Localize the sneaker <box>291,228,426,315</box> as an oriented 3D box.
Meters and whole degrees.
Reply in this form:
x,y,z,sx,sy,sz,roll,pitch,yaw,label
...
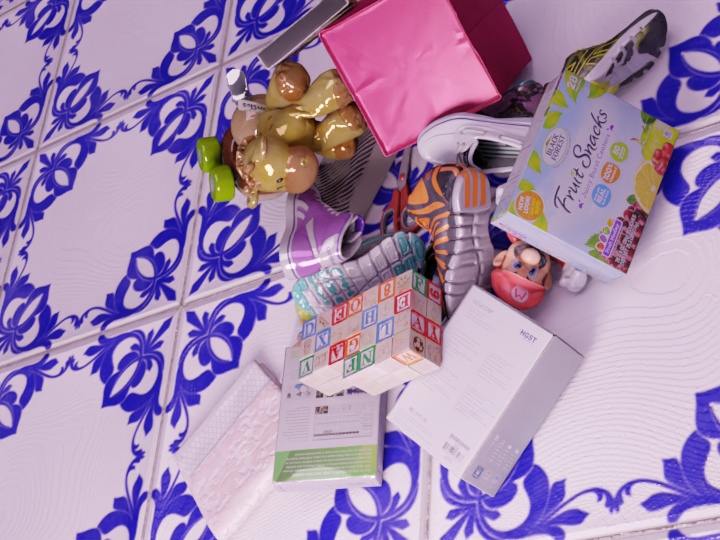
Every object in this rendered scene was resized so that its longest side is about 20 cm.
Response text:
x,y,z,sx,sy,sz,roll,pitch,yaw,label
0.000,0.000,1.766,0.198,0.078,0.091,-22,14,9,sneaker

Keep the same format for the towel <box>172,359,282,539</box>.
x,y,z,sx,sy,sz,roll,pitch,yaw,label
-0.166,0.247,1.783,0.200,0.032,0.191,-49,42,4,towel

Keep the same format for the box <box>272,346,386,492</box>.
x,y,z,sx,sy,sz,roll,pitch,yaw,label
-0.037,0.190,1.677,0.142,0.036,0.202,-6,56,17,box

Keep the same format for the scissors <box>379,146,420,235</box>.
x,y,z,sx,sy,sz,roll,pitch,yaw,label
0.054,-0.123,1.856,0.073,0.014,0.202,-27,49,28,scissors

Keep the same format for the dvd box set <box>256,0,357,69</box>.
x,y,z,sx,sy,sz,roll,pitch,yaw,label
-0.072,-0.343,1.804,0.146,0.030,0.200,-38,7,11,dvd box set

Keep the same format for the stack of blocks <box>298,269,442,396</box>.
x,y,z,sx,sy,sz,roll,pitch,yaw,label
0.010,0.093,1.611,0.199,0.058,0.116,-26,46,37,stack of blocks

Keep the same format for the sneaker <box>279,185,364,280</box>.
x,y,z,sx,sy,sz,roll,pitch,yaw,label
-0.044,-0.063,1.757,0.113,0.073,0.202,-17,35,14,sneaker

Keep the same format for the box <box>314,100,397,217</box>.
x,y,z,sx,sy,sz,roll,pitch,yaw,label
-0.012,-0.147,1.891,0.082,0.068,0.202,13,73,44,box

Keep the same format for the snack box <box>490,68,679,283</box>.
x,y,z,sx,sy,sz,roll,pitch,yaw,label
0.272,-0.113,1.544,0.202,0.167,0.068,-65,8,-17,snack box

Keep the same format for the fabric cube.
x,y,z,sx,sy,sz,roll,pitch,yaw,label
0.093,-0.310,1.760,0.195,0.202,0.200,-23,14,29,fabric cube

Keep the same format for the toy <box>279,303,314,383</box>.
x,y,z,sx,sy,sz,roll,pitch,yaw,label
-0.059,0.058,1.807,0.114,0.047,0.202,-10,57,34,toy

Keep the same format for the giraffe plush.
x,y,z,sx,sy,sz,roll,pitch,yaw,label
-0.103,-0.175,1.765,0.197,0.174,0.163,-2,45,22,giraffe plush

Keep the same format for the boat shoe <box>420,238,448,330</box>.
x,y,z,sx,sy,sz,roll,pitch,yaw,label
0.115,-0.015,1.698,0.068,0.057,0.202,-5,60,39,boat shoe

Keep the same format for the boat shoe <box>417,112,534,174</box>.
x,y,z,sx,sy,sz,roll,pitch,yaw,label
0.150,-0.160,1.636,0.198,0.074,0.067,-4,33,36,boat shoe

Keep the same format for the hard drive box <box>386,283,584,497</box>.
x,y,z,sx,sy,sz,roll,pitch,yaw,label
0.148,0.142,1.538,0.201,0.077,0.155,-56,42,1,hard drive box

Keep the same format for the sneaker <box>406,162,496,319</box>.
x,y,z,sx,sy,sz,roll,pitch,yaw,label
0.114,-0.039,1.640,0.112,0.077,0.203,18,107,54,sneaker

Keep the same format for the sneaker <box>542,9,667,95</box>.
x,y,z,sx,sy,sz,roll,pitch,yaw,label
0.315,-0.275,1.682,0.200,0.074,0.085,-45,50,8,sneaker

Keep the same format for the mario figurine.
x,y,z,sx,sy,sz,roll,pitch,yaw,label
0.227,-0.046,1.587,0.122,0.106,0.202,7,66,42,mario figurine

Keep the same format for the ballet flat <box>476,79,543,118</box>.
x,y,z,sx,sy,sz,roll,pitch,yaw,label
0.173,-0.194,1.772,0.198,0.069,0.072,-24,68,27,ballet flat

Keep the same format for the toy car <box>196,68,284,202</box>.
x,y,z,sx,sy,sz,roll,pitch,yaw,label
-0.155,-0.223,1.932,0.162,0.202,0.158,-9,41,-18,toy car
